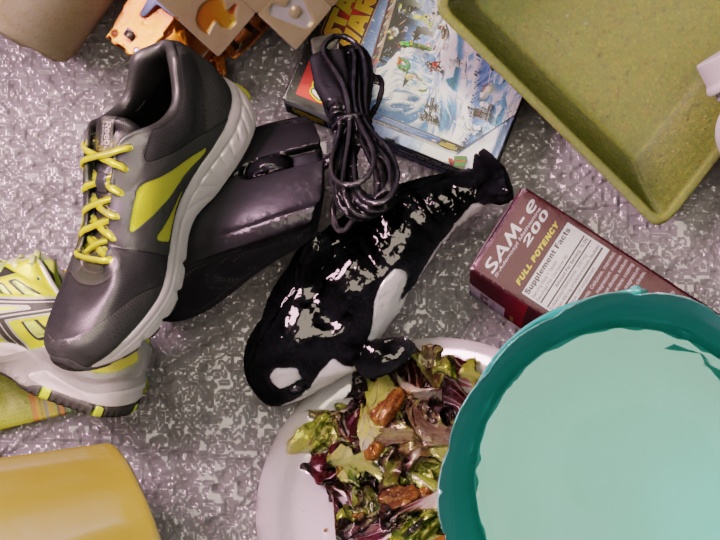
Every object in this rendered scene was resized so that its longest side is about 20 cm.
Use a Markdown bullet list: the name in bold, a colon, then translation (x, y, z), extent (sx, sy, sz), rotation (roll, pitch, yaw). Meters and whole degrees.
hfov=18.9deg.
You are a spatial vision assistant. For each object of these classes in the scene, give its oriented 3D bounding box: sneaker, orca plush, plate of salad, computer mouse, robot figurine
- **sneaker**: translation (-0.134, -0.040, 1.203), extent (0.074, 0.085, 0.201), rotation (5, 61, 37)
- **orca plush**: translation (0.000, 0.000, 1.254), extent (0.199, 0.071, 0.106), rotation (-31, 60, 17)
- **sneaker**: translation (-0.215, 0.019, 1.264), extent (0.198, 0.075, 0.077), rotation (19, 97, -7)
- **plate of salad**: translation (0.030, 0.123, 1.243), extent (0.198, 0.048, 0.202), rotation (-9, 58, 15)
- **computer mouse**: translation (-0.071, -0.047, 1.256), extent (0.199, 0.053, 0.139), rotation (-36, 44, 24)
- **robot figurine**: translation (-0.061, -0.196, 1.283), extent (0.058, 0.145, 0.200), rotation (40, 95, 16)

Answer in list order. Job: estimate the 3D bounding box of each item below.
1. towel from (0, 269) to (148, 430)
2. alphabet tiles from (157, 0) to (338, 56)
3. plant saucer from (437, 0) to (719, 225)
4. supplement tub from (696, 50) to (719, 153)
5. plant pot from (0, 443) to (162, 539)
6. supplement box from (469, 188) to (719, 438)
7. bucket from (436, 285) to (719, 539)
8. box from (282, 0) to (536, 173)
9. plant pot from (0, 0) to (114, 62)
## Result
- **towel**: translation (-0.231, 0.057, 1.307), extent (0.198, 0.018, 0.087), rotation (-15, 80, 0)
- **alphabet tiles**: translation (-0.072, -0.225, 1.207), extent (0.200, 0.006, 0.167), rotation (42, 87, -26)
- **plant saucer**: translation (0.165, -0.166, 1.284), extent (0.200, 0.048, 0.200), rotation (42, 83, -19)
- **supplement tub**: translation (0.290, -0.058, 1.230), extent (0.144, 0.144, 0.201), rotation (-28, 92, -3)
- **plant pot**: translation (-0.207, 0.187, 1.209), extent (0.188, 0.201, 0.202), rotation (-19, 81, -18)
- **supplement box**: translation (0.160, 0.037, 1.252), extent (0.199, 0.109, 0.061), rotation (34, 85, 7)
- **bucket**: translation (0.139, 0.114, 1.126), extent (0.205, 0.135, 0.209), rotation (0, 87, 6)
- **box**: translation (0.052, -0.167, 1.321), extent (0.136, 0.040, 0.201), rotation (22, 83, 4)
- **plant pot**: translation (-0.186, -0.233, 1.278), extent (0.200, 0.200, 0.184), rotation (31, 95, 6)
